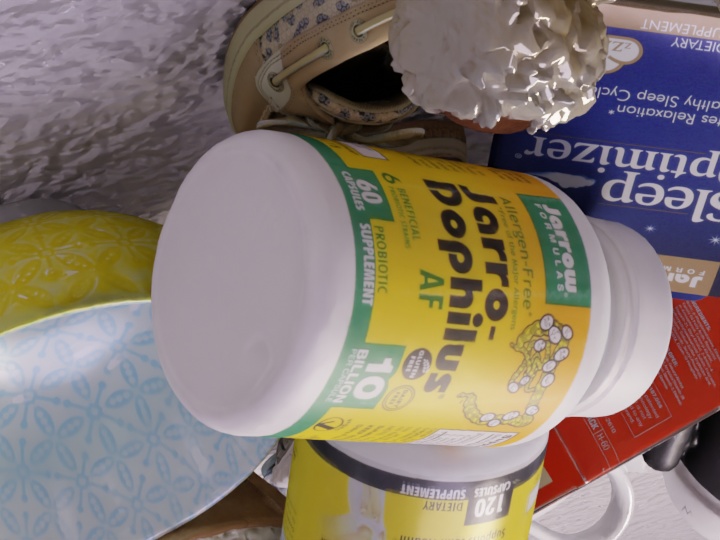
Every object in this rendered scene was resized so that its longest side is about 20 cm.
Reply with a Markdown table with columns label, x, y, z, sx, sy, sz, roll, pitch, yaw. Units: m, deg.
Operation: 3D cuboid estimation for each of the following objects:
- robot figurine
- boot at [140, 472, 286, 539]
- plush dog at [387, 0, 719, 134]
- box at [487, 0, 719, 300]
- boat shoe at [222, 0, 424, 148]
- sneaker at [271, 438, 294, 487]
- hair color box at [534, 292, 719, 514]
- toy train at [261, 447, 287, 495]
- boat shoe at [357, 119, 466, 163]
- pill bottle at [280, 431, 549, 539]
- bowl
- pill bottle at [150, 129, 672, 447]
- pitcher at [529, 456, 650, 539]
| label | x | y | z | sx | sy | sz | roll | pitch | yaw |
| --- | --- | --- | --- | --- | --- | --- | --- | --- | --- |
| robot figurine | 0.263 | 0.085 | 1.223 | 0.125 | 0.149 | 0.201 | -57 | 169 | -51 |
| boot | -0.070 | 0.109 | 1.028 | 0.174 | 0.067 | 0.200 | -4 | -158 | -32 |
| plush dog | 0.099 | -0.146 | 0.585 | 0.171 | 0.162 | 0.199 | -25 | -177 | -40 |
| box | 0.115 | -0.046 | 0.843 | 0.120 | 0.033 | 0.201 | 7 | 141 | -1 |
| boat shoe | 0.004 | -0.084 | 0.740 | 0.073 | 0.063 | 0.200 | -8 | 160 | -27 |
| sneaker | 0.006 | 0.107 | 1.160 | 0.098 | 0.079 | 0.200 | 19 | 179 | -9 |
| hair color box | 0.147 | 0.051 | 0.972 | 0.199 | 0.062 | 0.102 | -26 | 171 | -29 |
| toy train | 0.019 | 0.140 | 1.368 | 0.114 | 0.086 | 0.199 | -40 | 153 | 29 |
| boat shoe | 0.000 | 0.000 | 0.958 | 0.072 | 0.073 | 0.200 | -5 | 159 | -31 |
| pill bottle | 0.017 | 0.138 | 0.896 | 0.111 | 0.112 | 0.202 | -7 | 120 | -28 |
| bowl | -0.136 | 0.034 | 0.853 | 0.198 | 0.108 | 0.201 | -17 | 146 | -12 |
| pill bottle | 0.027 | 0.012 | 0.776 | 0.199 | 0.114 | 0.113 | 7 | 150 | -40 |
| pitcher | 0.105 | 0.122 | 1.271 | 0.198 | 0.173 | 0.121 | -10 | -154 | -30 |
